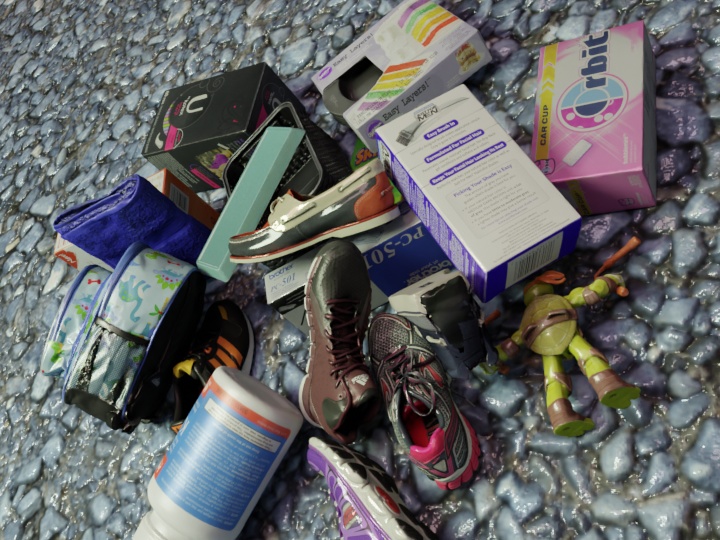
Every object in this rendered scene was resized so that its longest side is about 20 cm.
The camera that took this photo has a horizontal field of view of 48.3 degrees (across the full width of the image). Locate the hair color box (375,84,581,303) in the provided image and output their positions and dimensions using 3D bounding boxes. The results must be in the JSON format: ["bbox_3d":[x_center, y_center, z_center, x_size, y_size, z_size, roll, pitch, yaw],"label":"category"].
[{"bbox_3d":[0.110,-0.079,0.787,0.108,0.065,0.201,-28,61,-10],"label":"hair color box"}]

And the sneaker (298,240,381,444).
[{"bbox_3d":[-0.007,0.078,0.802,0.115,0.075,0.203,-150,61,-62],"label":"sneaker"}]

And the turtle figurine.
[{"bbox_3d":[0.191,0.058,0.740,0.199,0.064,0.163,-32,48,14],"label":"turtle figurine"}]

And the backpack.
[{"bbox_3d":[-0.278,0.068,0.956,0.145,0.183,0.202,25,83,-2],"label":"backpack"}]

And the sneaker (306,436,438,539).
[{"bbox_3d":[-0.002,0.235,0.757,0.084,0.080,0.200,-50,46,6],"label":"sneaker"}]

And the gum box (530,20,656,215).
[{"bbox_3d":[0.246,-0.161,0.841,0.112,0.066,0.202,-6,58,30],"label":"gum box"}]

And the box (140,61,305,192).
[{"bbox_3d":[-0.196,-0.200,1.152,0.198,0.106,0.124,-7,59,31],"label":"box"}]

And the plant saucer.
[{"bbox_3d":[-0.132,-0.084,0.948,0.070,0.019,0.202,14,75,51],"label":"plant saucer"}]

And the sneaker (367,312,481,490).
[{"bbox_3d":[0.055,0.114,0.794,0.080,0.075,0.201,-37,46,9],"label":"sneaker"}]

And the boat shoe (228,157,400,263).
[{"bbox_3d":[-0.056,-0.058,0.843,0.198,0.063,0.071,-17,14,20],"label":"boat shoe"}]

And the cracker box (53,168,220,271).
[{"bbox_3d":[-0.300,-0.045,1.106,0.198,0.134,0.058,-22,51,23],"label":"cracker box"}]

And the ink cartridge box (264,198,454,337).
[{"bbox_3d":[0.000,0.000,0.892,0.198,0.094,0.045,-28,48,17],"label":"ink cartridge box"}]

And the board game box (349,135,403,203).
[{"bbox_3d":[0.021,-0.100,0.988,0.094,0.030,0.203,-4,63,35],"label":"board game box"}]

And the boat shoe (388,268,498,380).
[{"bbox_3d":[0.081,0.054,0.789,0.074,0.200,0.094,-25,91,0],"label":"boat shoe"}]

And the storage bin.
[{"bbox_3d":[-0.082,-0.096,0.991,0.135,0.093,0.201,-43,40,16],"label":"storage bin"}]

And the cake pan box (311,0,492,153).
[{"bbox_3d":[0.044,-0.258,1.039,0.199,0.052,0.185,-38,38,4],"label":"cake pan box"}]

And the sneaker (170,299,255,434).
[{"bbox_3d":[-0.180,0.111,0.950,0.069,0.090,0.202,-18,53,24],"label":"sneaker"}]

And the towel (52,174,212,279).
[{"bbox_3d":[-0.272,-0.032,1.032,0.146,0.200,0.050,-22,54,23],"label":"towel"}]

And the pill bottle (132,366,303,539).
[{"bbox_3d":[-0.154,0.213,0.844,0.112,0.112,0.202,29,87,43],"label":"pill bottle"}]
